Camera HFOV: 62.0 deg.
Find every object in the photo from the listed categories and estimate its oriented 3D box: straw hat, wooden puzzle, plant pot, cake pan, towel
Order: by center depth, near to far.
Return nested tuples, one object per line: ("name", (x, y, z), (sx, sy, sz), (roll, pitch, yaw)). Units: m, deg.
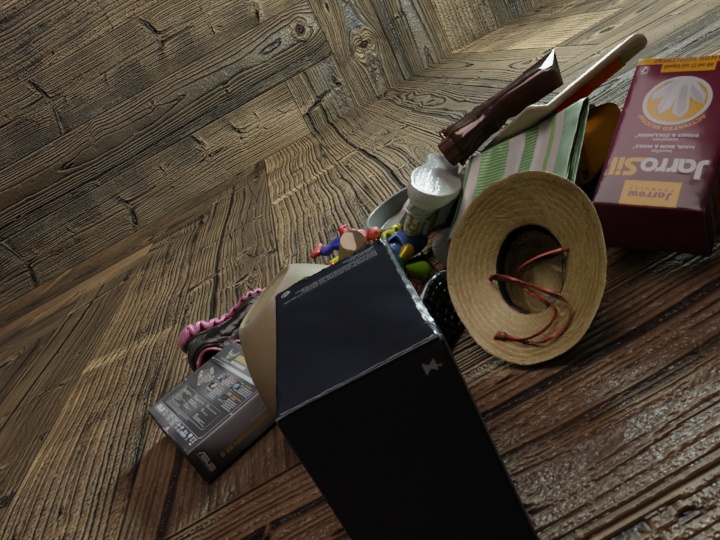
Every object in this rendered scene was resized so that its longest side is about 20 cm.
("straw hat", (0.192, 0.002, 0.649), (0.084, 0.205, 0.199), (12, -12, -42))
("plant pot", (-0.056, 0.070, 0.668), (0.201, 0.134, 0.201), (-47, 13, 14))
("towel", (0.190, -0.115, 0.749), (0.199, 0.023, 0.155), (-22, 45, 58))
("wooden puzzle", (0.279, -0.229, 0.834), (0.199, 0.038, 0.185), (-35, -1, -13))
("cake pan", (0.104, -0.114, 1.106), (0.198, 0.037, 0.201), (-26, 22, 11))

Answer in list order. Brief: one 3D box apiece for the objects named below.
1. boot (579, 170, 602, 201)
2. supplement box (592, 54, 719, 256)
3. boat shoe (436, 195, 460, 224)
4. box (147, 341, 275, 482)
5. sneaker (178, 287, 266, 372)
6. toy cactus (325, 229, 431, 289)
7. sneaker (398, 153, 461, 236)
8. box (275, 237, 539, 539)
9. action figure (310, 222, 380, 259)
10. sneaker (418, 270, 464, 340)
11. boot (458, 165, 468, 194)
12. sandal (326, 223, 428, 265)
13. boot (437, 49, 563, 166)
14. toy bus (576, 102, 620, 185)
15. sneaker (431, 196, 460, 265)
("boot", (0.342, -0.089, 0.727), (0.199, 0.070, 0.132), (-21, 22, 50))
("supplement box", (0.336, -0.126, 0.646), (0.109, 0.086, 0.202), (10, 67, 38))
("boat shoe", (0.202, -0.132, 0.995), (0.197, 0.070, 0.057), (-22, 13, 4))
("box", (-0.186, 0.178, 0.803), (0.158, 0.049, 0.199), (-39, 23, -25))
("sneaker", (-0.198, 0.106, 0.976), (0.198, 0.079, 0.096), (-30, 43, 0))
("toy cactus", (0.000, 0.000, 0.780), (0.196, 0.166, 0.104), (-4, 58, 3))
("sneaker", (0.096, -0.093, 0.876), (0.200, 0.073, 0.117), (-53, -14, -64))
("box", (0.025, 0.111, 0.474), (0.122, 0.202, 0.199), (-27, 21, 1))
("action figure", (-0.020, -0.042, 1.013), (0.052, 0.066, 0.199), (-49, 14, -24))
("sneaker", (0.057, 0.072, 0.705), (0.087, 0.076, 0.200), (-18, 23, 41))
("boot", (0.244, -0.145, 0.929), (0.198, 0.091, 0.073), (-25, 23, 14))
("sandal", (0.037, -0.003, 0.916), (0.199, 0.080, 0.087), (-33, 58, -30))
("boot", (0.209, -0.240, 0.887), (0.199, 0.064, 0.187), (-40, 10, 20))
("toy bus", (0.303, -0.175, 0.813), (0.078, 0.066, 0.199), (-14, 18, 44))
("sneaker", (0.196, -0.084, 0.868), (0.198, 0.076, 0.114), (-24, 24, 21))
